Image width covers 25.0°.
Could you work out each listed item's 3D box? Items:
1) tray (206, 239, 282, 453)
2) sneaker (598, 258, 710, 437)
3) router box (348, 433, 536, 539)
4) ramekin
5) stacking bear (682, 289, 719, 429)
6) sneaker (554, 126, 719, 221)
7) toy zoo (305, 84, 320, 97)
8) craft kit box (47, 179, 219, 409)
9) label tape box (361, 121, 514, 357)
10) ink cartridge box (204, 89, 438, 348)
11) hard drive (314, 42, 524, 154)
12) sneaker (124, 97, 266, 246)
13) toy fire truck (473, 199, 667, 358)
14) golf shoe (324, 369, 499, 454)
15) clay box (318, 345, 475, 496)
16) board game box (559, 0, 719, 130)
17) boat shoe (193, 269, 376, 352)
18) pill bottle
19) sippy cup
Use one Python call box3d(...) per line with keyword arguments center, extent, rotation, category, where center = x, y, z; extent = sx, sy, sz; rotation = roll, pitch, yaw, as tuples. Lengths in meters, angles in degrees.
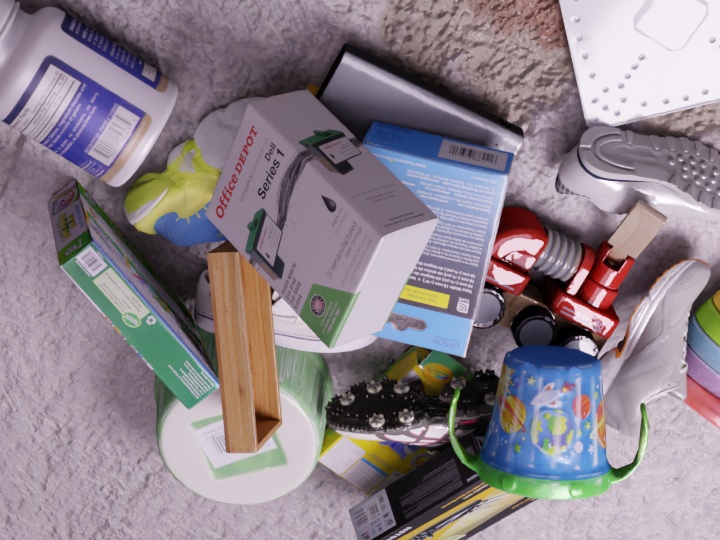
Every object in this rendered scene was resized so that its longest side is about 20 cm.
box3d(center=(-0.115, 0.071, 1.620), extent=(0.037, 0.099, 0.201), rotation=(-3, 101, 13), category="tray")
box3d(center=(0.313, 0.084, 1.673), extent=(0.092, 0.076, 0.200), rotation=(35, 91, 21), category="sneaker")
box3d(center=(0.110, 0.245, 1.777), extent=(0.157, 0.052, 0.200), rotation=(7, 145, -45), category="router box")
box3d(center=(-0.130, 0.159, 1.766), extent=(0.199, 0.098, 0.201), rotation=(0, 123, 0), category="ramekin")
box3d(center=(0.412, 0.057, 1.696), extent=(0.113, 0.122, 0.200), rotation=(30, 109, -14), category="stacking bear")
box3d(center=(0.295, -0.087, 1.633), extent=(0.199, 0.077, 0.081), rotation=(16, 143, -12), category="sneaker")
box3d(center=(-0.005, -0.111, 1.641), extent=(0.199, 0.020, 0.132), rotation=(15, 121, -9), category="toy zoo")
box3d(center=(-0.229, 0.021, 1.619), extent=(0.048, 0.198, 0.200), rotation=(-37, 114, 4), category="craft kit box")
box3d(center=(0.058, -0.030, 1.583), extent=(0.143, 0.063, 0.201), rotation=(14, 118, 4), category="label tape box")
box3d(center=(-0.041, -0.051, 1.520), extent=(0.200, 0.084, 0.146), rotation=(45, 130, 25), category="ink cartridge box")
box3d(center=(0.041, -0.122, 1.601), extent=(0.199, 0.033, 0.140), rotation=(24, 119, -13), category="hard drive")
box3d(center=(-0.138, -0.093, 1.634), extent=(0.199, 0.076, 0.105), rotation=(-31, 133, 22), category="sneaker")
box3d(center=(0.208, -0.012, 1.651), extent=(0.175, 0.129, 0.201), rotation=(26, 108, -15), category="toy fire truck")
box3d(center=(0.062, 0.165, 1.727), extent=(0.199, 0.077, 0.088), rotation=(-4, 131, 1), category="golf shoe")
box3d(center=(0.056, 0.166, 1.799), extent=(0.115, 0.048, 0.200), rotation=(37, 114, -21), category="clay box")
box3d(center=(0.295, -0.247, 1.549), extent=(0.199, 0.026, 0.201), rotation=(-13, 121, 9), category="board game box")
box3d(center=(-0.076, 0.034, 1.707), extent=(0.199, 0.071, 0.070), rotation=(9, 125, 2), category="boat shoe")
box3d(center=(-0.286, -0.179, 1.542), extent=(0.199, 0.120, 0.120), rotation=(32, 117, -18), category="pill bottle")
box3d(center=(0.187, 0.146, 1.615), extent=(0.177, 0.139, 0.131), rotation=(-2, 101, -27), category="sippy cup")
